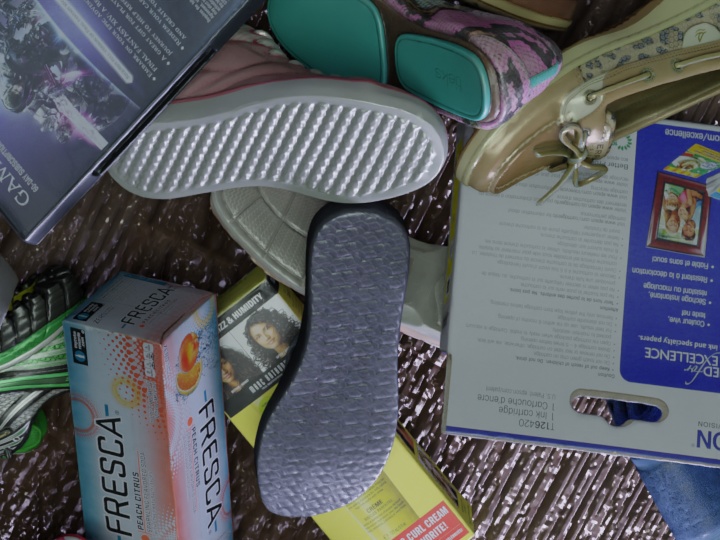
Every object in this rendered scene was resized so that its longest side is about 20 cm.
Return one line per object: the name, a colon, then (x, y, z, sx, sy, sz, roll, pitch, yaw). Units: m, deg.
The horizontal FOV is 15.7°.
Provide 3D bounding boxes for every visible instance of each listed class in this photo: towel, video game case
towel: (0.209, 0.151, 1.516, 0.048, 0.112, 0.201, -28, 104, 7)
video game case: (-0.154, -0.134, 1.418, 0.200, 0.019, 0.143, -46, 68, 11)

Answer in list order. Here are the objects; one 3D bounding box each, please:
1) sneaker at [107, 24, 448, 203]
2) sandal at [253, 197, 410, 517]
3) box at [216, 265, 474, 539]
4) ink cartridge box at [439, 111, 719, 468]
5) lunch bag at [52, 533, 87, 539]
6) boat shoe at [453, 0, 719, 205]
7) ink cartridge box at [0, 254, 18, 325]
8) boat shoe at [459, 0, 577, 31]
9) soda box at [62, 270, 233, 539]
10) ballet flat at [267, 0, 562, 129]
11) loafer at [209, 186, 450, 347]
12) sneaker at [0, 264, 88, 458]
sneaker: (-0.038, -0.094, 1.430, 0.199, 0.105, 0.076, -1, 129, 23)
sandal: (-0.011, 0.049, 1.460, 0.076, 0.043, 0.201, 10, 114, -11)
box: (-0.021, 0.094, 1.526, 0.075, 0.050, 0.200, -36, 104, 8)
ink cartridge box: (0.145, 0.010, 1.464, 0.196, 0.047, 0.201, 8, 75, -5)
lunch bag: (-0.159, 0.257, 1.519, 0.082, 0.176, 0.200, -39, 94, -32)
boat shoe: (0.141, -0.095, 1.434, 0.200, 0.073, 0.063, -34, 76, -14)
ink cartridge box: (-0.280, -0.040, 1.447, 0.068, 0.116, 0.200, -35, 103, 9)
boat shoe: (0.038, -0.196, 1.435, 0.199, 0.072, 0.068, 27, 100, -11)
soda box: (-0.118, 0.106, 1.487, 0.068, 0.064, 0.201, 12, 122, 24)
ballet flat: (0.034, -0.125, 1.425, 0.071, 0.200, 0.070, -20, 118, -35)
loafer: (0.000, 0.000, 1.496, 0.199, 0.063, 0.072, 26, 69, -6)
sneaker: (-0.231, 0.085, 1.503, 0.199, 0.078, 0.085, -31, 105, 6)
